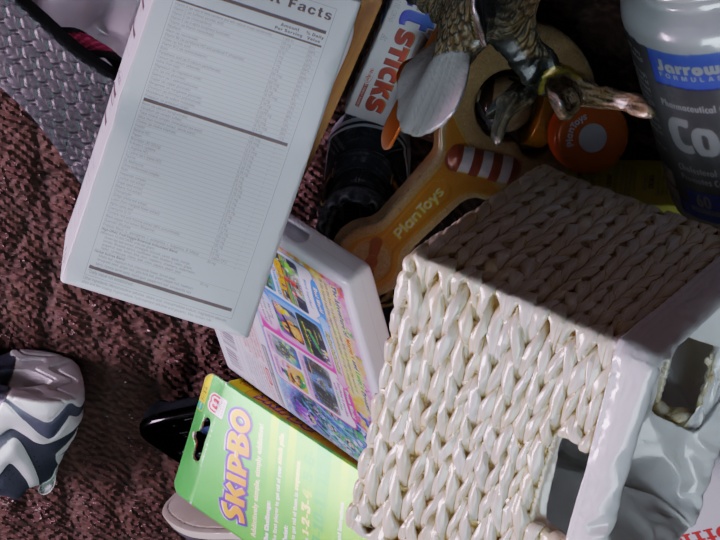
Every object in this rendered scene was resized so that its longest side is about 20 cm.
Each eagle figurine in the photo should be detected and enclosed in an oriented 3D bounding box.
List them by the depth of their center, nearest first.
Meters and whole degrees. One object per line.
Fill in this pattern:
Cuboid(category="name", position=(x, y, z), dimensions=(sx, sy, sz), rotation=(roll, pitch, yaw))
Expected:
Cuboid(category="eagle figurine", position=(0.077, -0.182, 1.442), dimensions=(0.151, 0.151, 0.201), rotation=(-8, 120, 25))

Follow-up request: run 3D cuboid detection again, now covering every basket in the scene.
Cuboid(category="basket", position=(0.112, 0.072, 1.475), dimensions=(0.160, 0.200, 0.199), rotation=(22, 118, 19))

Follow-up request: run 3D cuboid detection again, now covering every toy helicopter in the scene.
Cuboid(category="toy helicopter", position=(0.052, -0.069, 1.565), dimensions=(0.200, 0.079, 0.132), rotation=(-46, 113, 3))

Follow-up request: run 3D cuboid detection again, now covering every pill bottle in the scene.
Cuboid(category="pill bottle", position=(0.213, -0.128, 1.509), dimensions=(0.113, 0.114, 0.200), rotation=(-7, 130, 17))

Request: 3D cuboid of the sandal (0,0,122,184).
Cuboid(category="sandal", position=(-0.167, -0.110, 1.546), dimensions=(0.200, 0.045, 0.075), rotation=(44, 120, -7))

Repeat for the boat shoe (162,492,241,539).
Cuboid(category="boat shoe", position=(-0.063, 0.183, 1.823), dimensions=(0.200, 0.073, 0.063), rotation=(2, 128, 49))

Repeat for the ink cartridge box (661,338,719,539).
Cuboid(category="ink cartridge box", position=(0.162, 0.089, 1.651), dimensions=(0.146, 0.086, 0.200), rotation=(-18, 116, 31))

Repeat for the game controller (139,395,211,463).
Cuboid(category="game controller", position=(-0.050, 0.101, 1.800), dimensions=(0.199, 0.042, 0.104), rotation=(-13, 162, 21))

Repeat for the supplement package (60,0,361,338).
Cuboid(category="supplement package", position=(-0.084, -0.083, 1.463), dimensions=(0.113, 0.110, 0.201), rotation=(18, 103, -9))

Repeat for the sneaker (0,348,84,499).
Cuboid(category="sneaker", position=(-0.297, 0.112, 1.848), dimensions=(0.198, 0.080, 0.130), rotation=(6, 125, -8))

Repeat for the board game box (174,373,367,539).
Cuboid(category="board game box", position=(-0.035, 0.150, 1.718), dimensions=(0.200, 0.030, 0.096), rotation=(30, 114, 27))

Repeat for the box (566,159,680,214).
Cuboid(category="box", position=(0.216, -0.027, 1.642), dimensions=(0.199, 0.050, 0.075), rotation=(2, 131, 9))

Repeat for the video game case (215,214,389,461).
Cuboid(category="video game case", position=(-0.041, 0.031, 1.632), dimensions=(0.182, 0.024, 0.200), rotation=(33, 152, 37))

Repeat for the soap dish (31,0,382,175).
Cuboid(category="soap dish", position=(-0.101, -0.151, 1.573), dimensions=(0.199, 0.081, 0.158), rotation=(19, 132, -7))

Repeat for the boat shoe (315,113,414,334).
Cuboid(category="boat shoe", position=(0.000, 0.000, 1.681), dimensions=(0.071, 0.091, 0.201), rotation=(3, 132, 9))

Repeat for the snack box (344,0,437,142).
Cuboid(category="snack box", position=(0.055, -0.161, 1.571), dimensions=(0.072, 0.024, 0.200), rotation=(18, 133, -7))
